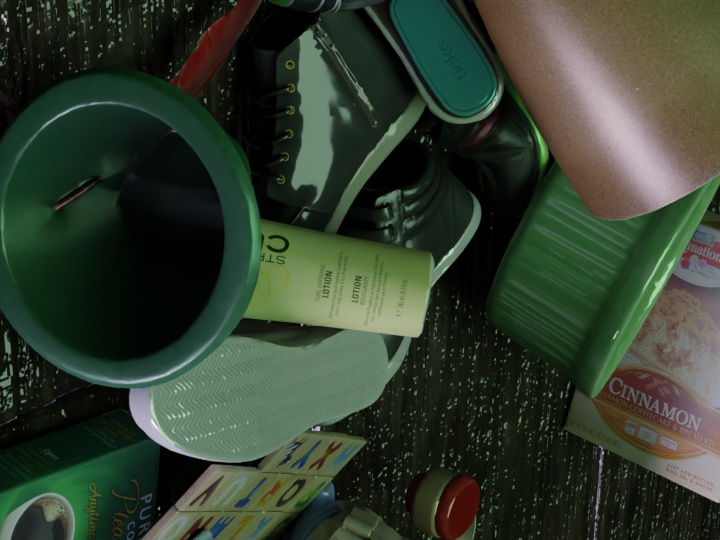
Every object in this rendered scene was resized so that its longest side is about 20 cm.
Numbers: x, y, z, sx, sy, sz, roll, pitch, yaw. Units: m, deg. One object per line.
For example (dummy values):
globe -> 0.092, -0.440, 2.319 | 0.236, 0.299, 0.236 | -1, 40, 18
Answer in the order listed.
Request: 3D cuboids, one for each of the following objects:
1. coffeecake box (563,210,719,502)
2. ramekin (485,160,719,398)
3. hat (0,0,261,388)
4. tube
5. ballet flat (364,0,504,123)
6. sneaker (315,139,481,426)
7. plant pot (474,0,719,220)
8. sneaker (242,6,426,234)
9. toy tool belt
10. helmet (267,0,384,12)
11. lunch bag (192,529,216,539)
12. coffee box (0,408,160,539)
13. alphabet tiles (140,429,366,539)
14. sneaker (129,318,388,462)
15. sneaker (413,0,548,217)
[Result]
coffeecake box -> 0.265, 0.059, 1.450 | 0.073, 0.153, 0.200 | 0, 109, -49
ramekin -> 0.171, -0.019, 1.297 | 0.200, 0.098, 0.200 | -56, 168, -18
hat -> -0.091, -0.048, 1.031 | 0.200, 0.166, 0.176 | -49, 172, 25
tube -> -0.060, 0.000, 1.055 | 0.052, 0.200, 0.058 | 104, -6, -55
ballet flat -> 0.024, -0.179, 1.106 | 0.069, 0.069, 0.200 | -32, 98, -34
sneaker -> 0.000, 0.000, 1.194 | 0.200, 0.071, 0.099 | -57, 139, -19
plant pot -> 0.147, -0.166, 1.080 | 0.200, 0.186, 0.186 | 48, 69, -17
sneaker -> -0.054, -0.072, 1.103 | 0.106, 0.075, 0.200 | 45, 74, -37
toy tool belt -> -0.020, 0.200, 1.245 | 0.200, 0.123, 0.125 | -53, 144, -26
helmet -> -0.019, -0.231, 0.961 | 0.200, 0.200, 0.191 | -46, 113, -22
lunch bag -> -0.087, 0.282, 1.116 | 0.127, 0.170, 0.200 | -34, 156, -37
coffee box -> -0.207, 0.165, 1.063 | 0.200, 0.044, 0.123 | -19, 125, -41
alphabet tiles -> -0.084, 0.160, 1.136 | 0.167, 0.008, 0.200 | -47, 162, 8
sneaker -> -0.088, 0.068, 1.086 | 0.200, 0.116, 0.074 | -6, 95, -52
sneaker -> 0.065, -0.111, 1.216 | 0.084, 0.077, 0.200 | -33, 130, -11
